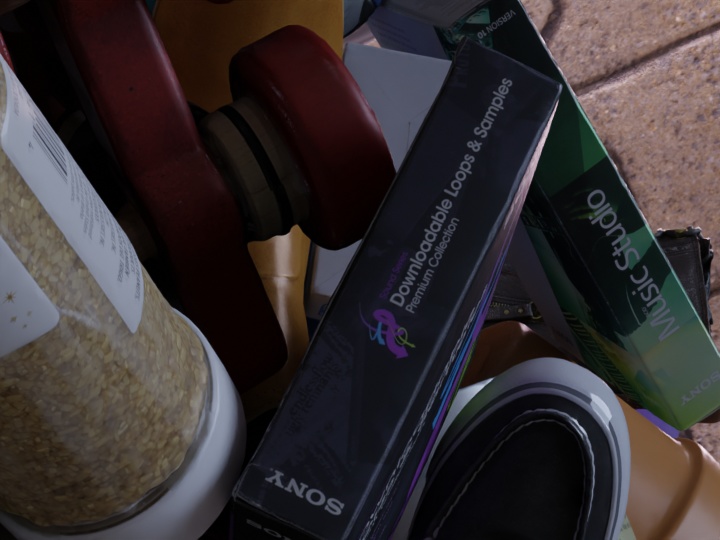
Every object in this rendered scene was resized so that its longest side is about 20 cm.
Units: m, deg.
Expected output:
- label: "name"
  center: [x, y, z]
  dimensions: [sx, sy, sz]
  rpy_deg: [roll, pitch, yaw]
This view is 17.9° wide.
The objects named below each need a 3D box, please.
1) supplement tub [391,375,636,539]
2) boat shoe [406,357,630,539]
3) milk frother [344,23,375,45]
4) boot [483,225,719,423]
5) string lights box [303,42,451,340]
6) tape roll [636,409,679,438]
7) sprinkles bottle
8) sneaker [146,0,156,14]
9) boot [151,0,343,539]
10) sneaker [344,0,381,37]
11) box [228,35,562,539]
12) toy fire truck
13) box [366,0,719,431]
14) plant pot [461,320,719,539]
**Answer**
- label: "supplement tub"
  center: [0.049, 0.152, 0.881]
  dimensions: [0.145, 0.144, 0.202]
  rpy_deg: [33, 35, -82]
- label: "boat shoe"
  center: [0.029, 0.124, 0.752]
  dimensions: [0.070, 0.201, 0.066]
  rpy_deg: [29, 22, -1]
- label: "milk frother"
  center: [-0.038, -0.228, 1.354]
  dimensions: [0.201, 0.187, 0.181]
  rpy_deg: [-106, 173, -54]
- label: "boot"
  center: [0.095, 0.005, 1.174]
  dimensions: [0.069, 0.172, 0.201]
  rpy_deg: [71, 8, -58]
- label: "string lights box"
  center: [0.000, 0.000, 0.924]
  dimensions: [0.200, 0.058, 0.104]
  rpy_deg: [116, -17, -68]
- label: "tape roll"
  center: [0.071, 0.055, 1.233]
  dimensions: [0.085, 0.199, 0.201]
  rpy_deg: [60, 9, -54]
- label: "sprinkles bottle"
  center: [-0.087, -0.002, 0.502]
  dimensions: [0.200, 0.068, 0.069]
  rpy_deg: [61, 8, -54]
- label: "sneaker"
  center: [-0.101, -0.149, 0.942]
  dimensions: [0.078, 0.079, 0.201]
  rpy_deg: [-100, 168, -69]
- label: "boot"
  center: [-0.034, -0.011, 0.772]
  dimensions: [0.145, 0.070, 0.202]
  rpy_deg: [-104, -159, -45]
- label: "sneaker"
  center: [-0.054, -0.094, 0.919]
  dimensions: [0.077, 0.075, 0.201]
  rpy_deg: [45, 55, -30]
- label: "box"
  center: [0.005, 0.040, 0.664]
  dimensions: [0.200, 0.036, 0.144]
  rpy_deg: [97, 18, -67]
- label: "toy fire truck"
  center: [-0.083, -0.065, 0.689]
  dimensions: [0.168, 0.112, 0.201]
  rpy_deg: [36, -28, 62]
- label: "box"
  center: [0.075, -0.037, 0.959]
  dimensions: [0.201, 0.036, 0.144]
  rpy_deg: [57, -6, -19]
- label: "plant pot"
  center: [0.062, 0.120, 1.044]
  dimensions: [0.140, 0.200, 0.200]
  rpy_deg: [49, 8, -8]
